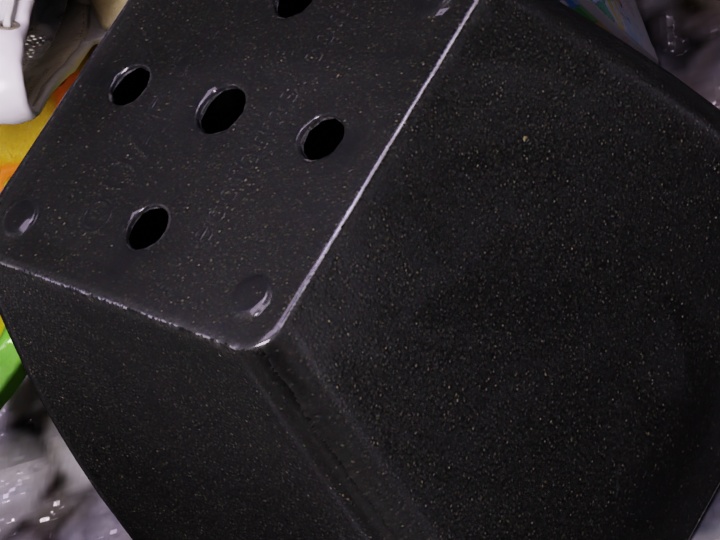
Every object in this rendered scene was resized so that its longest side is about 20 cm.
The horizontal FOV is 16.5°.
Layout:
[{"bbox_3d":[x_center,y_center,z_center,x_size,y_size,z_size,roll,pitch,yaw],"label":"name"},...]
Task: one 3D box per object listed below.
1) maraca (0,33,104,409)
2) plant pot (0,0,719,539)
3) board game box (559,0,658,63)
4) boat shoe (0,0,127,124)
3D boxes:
[{"bbox_3d":[-0.098,-0.011,0.912,0.107,0.137,0.200,35,91,0],"label":"maraca"},{"bbox_3d":[0.000,0.000,0.787,0.199,0.177,0.200,18,70,42],"label":"plant pot"},{"bbox_3d":[0.037,-0.171,0.877,0.034,0.134,0.201,-25,67,18],"label":"board game box"},{"bbox_3d":[-0.101,-0.108,0.866,0.069,0.071,0.200,2,42,19],"label":"boat shoe"}]
